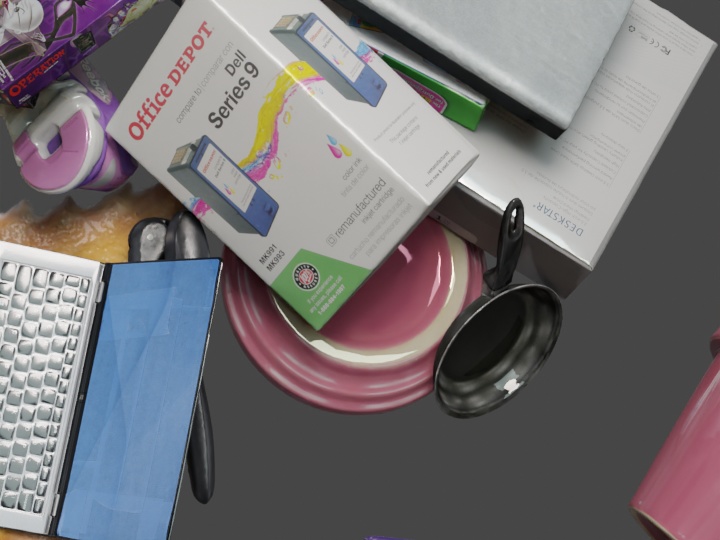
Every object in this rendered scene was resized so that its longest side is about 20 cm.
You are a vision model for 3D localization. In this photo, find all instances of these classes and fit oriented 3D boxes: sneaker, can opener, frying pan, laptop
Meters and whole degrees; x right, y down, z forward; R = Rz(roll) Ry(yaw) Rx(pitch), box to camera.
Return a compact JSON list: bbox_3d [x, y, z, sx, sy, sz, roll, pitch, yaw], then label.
[{"bbox_3d":[-0.214,-0.128,1.087,0.080,0.088,0.201,-40,61,20],"label":"sneaker"},{"bbox_3d":[-0.131,0.061,1.058,0.062,0.079,0.203,0,87,-5],"label":"can opener"},{"bbox_3d":[0.082,0.034,1.062,0.115,0.191,0.031,-40,51,-7],"label":"frying pan"},{"bbox_3d":[-0.207,0.071,0.998,0.197,0.116,0.190,12,77,-9],"label":"laptop"}]

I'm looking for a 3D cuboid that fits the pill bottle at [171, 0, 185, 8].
[{"bbox_3d":[-0.124,-0.255,1.119,0.199,0.111,0.111,36,70,-1],"label":"pill bottle"}]

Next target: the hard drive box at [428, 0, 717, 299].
[{"bbox_3d":[0.134,-0.110,1.095,0.155,0.077,0.201,32,71,2],"label":"hard drive box"}]

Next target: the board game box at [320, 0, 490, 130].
[{"bbox_3d":[0.025,-0.209,1.050,0.198,0.040,0.154,28,72,4],"label":"board game box"}]

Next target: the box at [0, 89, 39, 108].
[{"bbox_3d":[-0.290,-0.192,1.057,0.197,0.038,0.138,10,70,19],"label":"box"}]

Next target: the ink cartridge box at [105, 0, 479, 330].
[{"bbox_3d":[-0.047,-0.085,1.006,0.200,0.145,0.088,45,40,1],"label":"ink cartridge box"}]

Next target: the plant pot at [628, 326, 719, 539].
[{"bbox_3d":[0.290,0.142,1.070,0.200,0.200,0.179,45,86,2],"label":"plant pot"}]

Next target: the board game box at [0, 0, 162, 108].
[{"bbox_3d":[-0.226,-0.210,1.012,0.119,0.032,0.200,-35,62,-7],"label":"board game box"}]

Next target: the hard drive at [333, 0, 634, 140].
[{"bbox_3d":[0.076,-0.196,1.006,0.199,0.033,0.141,31,72,-4],"label":"hard drive"}]

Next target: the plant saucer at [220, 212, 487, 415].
[{"bbox_3d":[0.000,0.000,1.108,0.198,0.051,0.203,3,75,-12],"label":"plant saucer"}]

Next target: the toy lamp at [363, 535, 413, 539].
[{"bbox_3d":[0.089,0.233,1.059,0.198,0.058,0.059,22,71,-5],"label":"toy lamp"}]
